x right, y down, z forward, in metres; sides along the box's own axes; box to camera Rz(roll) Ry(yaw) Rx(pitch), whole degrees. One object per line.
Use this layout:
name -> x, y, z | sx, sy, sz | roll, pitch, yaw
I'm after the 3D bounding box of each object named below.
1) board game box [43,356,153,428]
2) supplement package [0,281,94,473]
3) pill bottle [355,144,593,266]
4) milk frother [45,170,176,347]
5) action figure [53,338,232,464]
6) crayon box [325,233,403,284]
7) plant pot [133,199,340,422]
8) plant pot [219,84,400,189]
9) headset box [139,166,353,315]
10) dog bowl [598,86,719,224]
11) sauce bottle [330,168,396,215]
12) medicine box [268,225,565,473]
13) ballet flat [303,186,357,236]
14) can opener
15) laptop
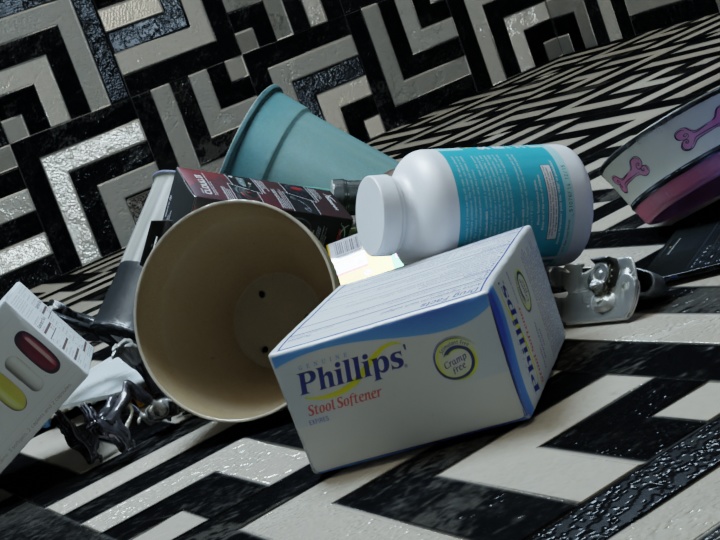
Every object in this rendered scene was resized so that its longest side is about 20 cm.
board game box -> -0.276, 0.128, 1.668 | 0.198, 0.026, 0.200 | -15, 11, 33
supplement package -> -0.375, 0.129, 1.399 | 0.200, 0.111, 0.156 | -48, 11, -2
pill bottle -> 0.099, -0.053, 1.240 | 0.197, 0.113, 0.111 | -4, 3, -22
milk frother -> -0.249, -0.004, 1.560 | 0.197, 0.190, 0.181 | 20, -19, 3
action figure -> -0.204, 0.108, 1.402 | 0.199, 0.103, 0.118 | -31, 2, -41
crayon box -> 0.072, -0.001, 1.372 | 0.197, 0.059, 0.120 | -20, 43, 5
plant pot -> -0.098, 0.042, 1.331 | 0.198, 0.203, 0.134 | -18, -10, 14
plant pot -> -0.053, -0.089, 1.667 | 0.194, 0.202, 0.200 | 24, 19, 7
headset box -> -0.126, -0.015, 1.429 | 0.197, 0.150, 0.075 | 6, 25, -28
dog bowl -> 0.342, -0.116, 1.393 | 0.198, 0.074, 0.200 | -27, -10, -5
sauce bottle -> 0.066, -0.081, 1.500 | 0.197, 0.066, 0.065 | 0, 8, -6
medicine box -> 0.052, 0.059, 1.104 | 0.180, 0.104, 0.200 | -17, 10, 20
ballet flat -> -0.010, -0.051, 1.549 | 0.197, 0.063, 0.068 | 2, 43, -5
can opener -> 0.179, 0.025, 1.231 | 0.066, 0.054, 0.199 | 13, -13, -36
laptop -> 0.341, -0.078, 1.238 | 0.198, 0.105, 0.177 | -15, 10, 31
